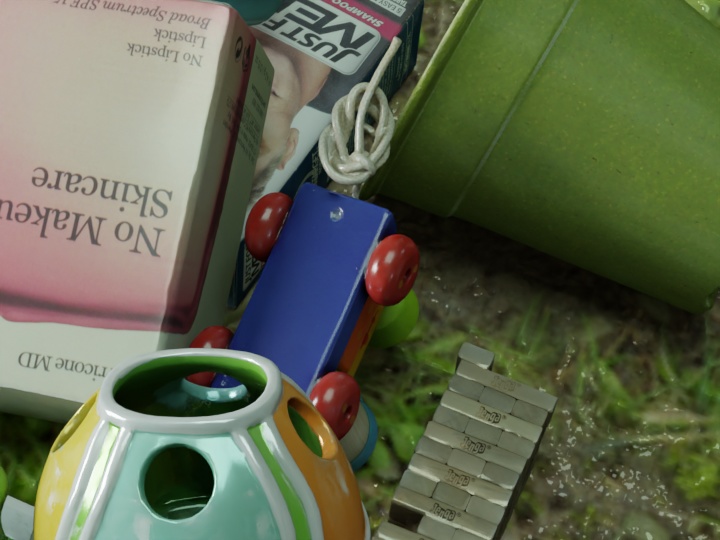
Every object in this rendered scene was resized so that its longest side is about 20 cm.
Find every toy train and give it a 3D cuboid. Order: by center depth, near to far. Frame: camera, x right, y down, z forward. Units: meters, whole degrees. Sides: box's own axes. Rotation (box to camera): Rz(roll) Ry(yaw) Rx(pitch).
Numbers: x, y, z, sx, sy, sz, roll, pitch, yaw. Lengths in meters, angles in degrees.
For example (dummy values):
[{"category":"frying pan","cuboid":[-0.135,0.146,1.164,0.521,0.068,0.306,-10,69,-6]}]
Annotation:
[{"category":"toy train","cuboid":[0.000,0.000,1.147,0.084,0.116,0.201,19,79,24]}]

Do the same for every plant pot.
[{"category":"plant pot","cuboid":[0.128,-0.075,1.223,0.189,0.200,0.201,31,57,1]}]

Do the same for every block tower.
[{"category":"block tower","cuboid":[0.036,0.133,1.134,0.057,0.054,0.201,21,57,8]}]

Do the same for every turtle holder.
[{"category":"turtle holder","cuboid":[-0.087,0.103,1.030,0.184,0.133,0.141,13,31,28]}]

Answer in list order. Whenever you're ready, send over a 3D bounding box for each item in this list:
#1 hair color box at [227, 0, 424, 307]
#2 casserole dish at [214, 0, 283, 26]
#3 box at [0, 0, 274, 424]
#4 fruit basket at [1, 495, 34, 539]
[{"category":"hair color box","cuboid":[-0.056,-0.086,1.272,0.099,0.061,0.200,27,58,13]},{"category":"casserole dish","cuboid":[-0.121,-0.161,1.249,0.121,0.039,0.199,-9,23,-44]},{"category":"box","cuboid":[-0.129,-0.029,1.144,0.127,0.109,0.202,9,80,10]},{"category":"fruit basket","cuboid":[-0.183,0.174,1.060,0.199,0.094,0.186,22,51,1]}]
